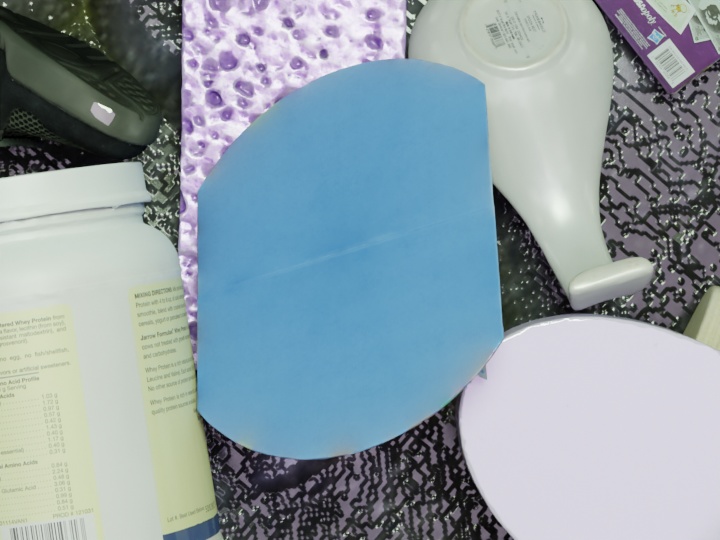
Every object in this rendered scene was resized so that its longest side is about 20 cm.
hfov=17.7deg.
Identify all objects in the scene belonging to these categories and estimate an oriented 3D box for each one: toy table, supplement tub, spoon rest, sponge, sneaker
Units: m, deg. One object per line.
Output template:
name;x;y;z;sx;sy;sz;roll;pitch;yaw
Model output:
toy table;0.137;0.091;1.101;0.200;0.117;0.184;40;91;-2
supplement tub;-0.147;0.056;1.083;0.145;0.145;0.200;-8;92;0
spoon rest;0.086;-0.064;1.103;0.099;0.061;0.200;-15;60;-5
sponge;-0.034;-0.051;1.138;0.111;0.030;0.200;1;92;-1
sneaker;-0.187;-0.071;1.098;0.199;0.076;0.114;23;100;21

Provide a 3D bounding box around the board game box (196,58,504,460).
board game box;0.000;0.000;1.074;0.158;0.039;0.200;-17;58;25

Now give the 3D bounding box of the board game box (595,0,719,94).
board game box;0.135;-0.198;1.112;0.120;0.032;0.200;-37;93;32
